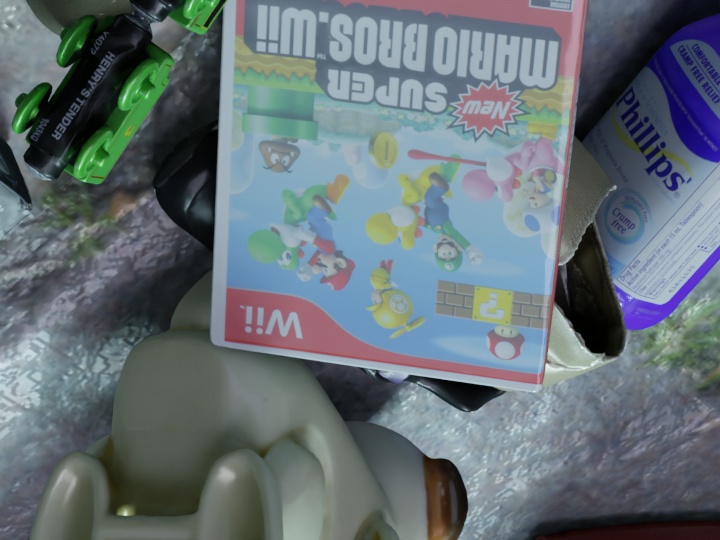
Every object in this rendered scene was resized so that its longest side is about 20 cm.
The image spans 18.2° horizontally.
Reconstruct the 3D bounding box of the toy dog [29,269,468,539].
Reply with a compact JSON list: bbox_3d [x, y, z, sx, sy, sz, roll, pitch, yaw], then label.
[{"bbox_3d":[-0.041,0.109,1.040,0.139,0.195,0.200,-14,156,30],"label":"toy dog"}]

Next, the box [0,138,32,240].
[{"bbox_3d":[-0.248,-0.035,0.857,0.160,0.044,0.200,-38,136,10],"label":"box"}]

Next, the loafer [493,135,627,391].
[{"bbox_3d":[0.070,-0.038,0.946,0.068,0.076,0.201,2,126,30],"label":"loafer"}]

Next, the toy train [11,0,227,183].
[{"bbox_3d":[-0.060,-0.117,0.827,0.200,0.042,0.056,-55,173,5],"label":"toy train"}]

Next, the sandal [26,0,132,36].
[{"bbox_3d":[-0.105,-0.151,0.803,0.080,0.054,0.201,-18,138,-6],"label":"sandal"}]

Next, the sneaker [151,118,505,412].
[{"bbox_3d":[0.000,0.000,0.979,0.199,0.088,0.076,25,120,-40],"label":"sneaker"}]

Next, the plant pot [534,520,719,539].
[{"bbox_3d":[0.152,0.255,1.246,0.175,0.201,0.200,18,125,-22],"label":"plant pot"}]

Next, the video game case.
[{"bbox_3d":[0.013,-0.052,0.896,0.142,0.017,0.201,8,117,8],"label":"video game case"}]

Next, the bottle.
[{"bbox_3d":[0.158,-0.066,0.987,0.065,0.084,0.200,12,128,-40],"label":"bottle"}]
